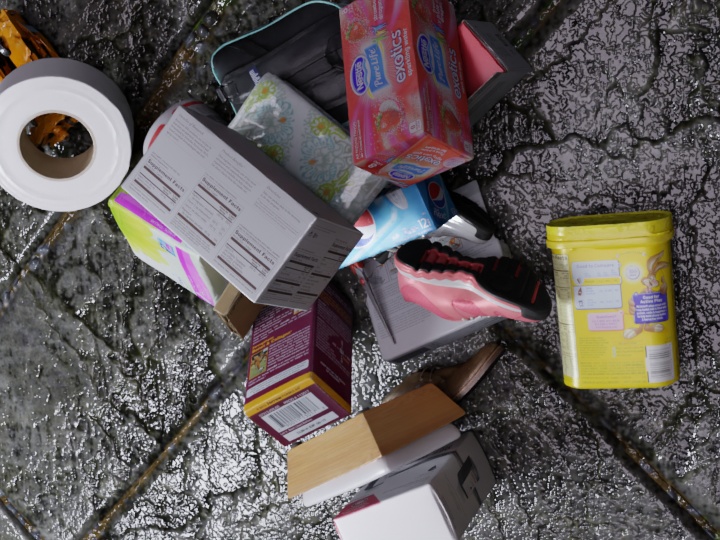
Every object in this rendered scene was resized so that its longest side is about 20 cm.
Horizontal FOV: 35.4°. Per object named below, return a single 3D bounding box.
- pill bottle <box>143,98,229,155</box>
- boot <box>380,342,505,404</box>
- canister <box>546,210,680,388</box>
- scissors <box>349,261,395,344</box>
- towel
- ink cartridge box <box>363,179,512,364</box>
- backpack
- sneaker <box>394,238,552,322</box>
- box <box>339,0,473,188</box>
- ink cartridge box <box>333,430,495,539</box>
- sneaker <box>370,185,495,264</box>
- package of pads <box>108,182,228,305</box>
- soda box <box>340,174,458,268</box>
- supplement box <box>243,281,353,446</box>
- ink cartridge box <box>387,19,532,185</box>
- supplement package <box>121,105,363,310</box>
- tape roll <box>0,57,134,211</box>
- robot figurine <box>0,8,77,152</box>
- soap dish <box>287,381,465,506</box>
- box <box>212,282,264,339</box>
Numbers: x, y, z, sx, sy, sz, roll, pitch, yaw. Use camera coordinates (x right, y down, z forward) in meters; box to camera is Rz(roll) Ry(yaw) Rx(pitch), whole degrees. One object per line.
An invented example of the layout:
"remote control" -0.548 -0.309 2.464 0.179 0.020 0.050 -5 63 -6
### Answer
"pill bottle" -0.180 -0.124 1.479 0.200 0.114 0.114 42 112 19
"boot" 0.102 0.147 1.466 0.200 0.074 0.076 -44 77 25
"canister" 0.306 0.036 1.358 0.148 0.087 0.201 -3 100 21
"scissors" 0.000 0.000 1.454 0.200 0.014 0.073 59 152 26
"towel" -0.084 -0.109 1.311 0.200 0.048 0.171 40 101 17
"ink cartridge box" 0.097 0.005 1.455 0.199 0.044 0.174 -25 66 23
"backpack" -0.056 -0.237 1.404 0.200 0.153 0.176 -27 83 29
"sneaker" 0.136 0.027 1.373 0.199 0.074 0.087 19 134 18
"box" 0.048 -0.207 1.243 0.102 0.095 0.201 -20 64 36
"ink cartridge box" 0.073 0.291 1.431 0.145 0.200 0.085 -25 90 23
"sneaker" 0.073 -0.051 1.430 0.200 0.076 0.116 28 110 29
"package of pads" -0.244 -0.040 1.495 0.154 0.200 0.068 31 72 13
"soda box" 0.014 -0.055 1.376 0.200 0.068 0.064 -22 98 34
"supplement box" -0.076 0.109 1.450 0.110 0.200 0.086 -28 126 24
"ink cartridge box" 0.090 -0.199 1.345 0.200 0.176 0.084 -43 84 22
"supplement package" -0.122 -0.063 1.214 0.200 0.156 0.111 40 98 17
"tape roll" -0.412 -0.184 1.541 0.201 0.071 0.203 -4 122 -6
"robot figurine" -0.470 -0.264 1.608 0.145 0.058 0.200 -38 85 23
"soap dish" 0.013 0.215 1.406 0.200 0.157 0.081 -34 79 46
"box" -0.114 -0.015 1.423 0.021 0.164 0.200 29 79 8
